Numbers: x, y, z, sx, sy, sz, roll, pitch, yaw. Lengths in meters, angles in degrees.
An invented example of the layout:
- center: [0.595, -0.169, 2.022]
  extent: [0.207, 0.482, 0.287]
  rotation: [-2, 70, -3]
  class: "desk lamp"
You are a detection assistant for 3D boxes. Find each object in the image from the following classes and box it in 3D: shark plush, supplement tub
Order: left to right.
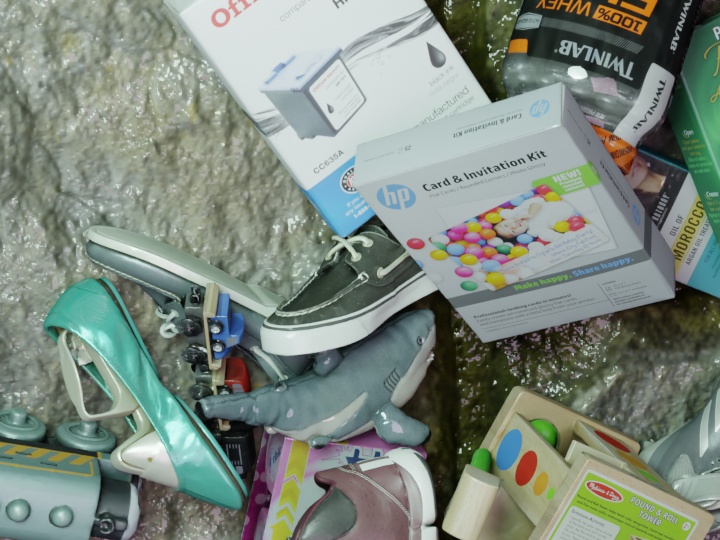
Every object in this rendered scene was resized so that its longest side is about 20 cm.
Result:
- center: [-0.034, 0.077, 1.243]
  extent: [0.198, 0.091, 0.084]
  rotation: [-3, 116, -23]
  class: "shark plush"
- center: [0.172, -0.176, 1.187]
  extent: [0.121, 0.122, 0.202]
  rotation: [18, 88, -18]
  class: "supplement tub"

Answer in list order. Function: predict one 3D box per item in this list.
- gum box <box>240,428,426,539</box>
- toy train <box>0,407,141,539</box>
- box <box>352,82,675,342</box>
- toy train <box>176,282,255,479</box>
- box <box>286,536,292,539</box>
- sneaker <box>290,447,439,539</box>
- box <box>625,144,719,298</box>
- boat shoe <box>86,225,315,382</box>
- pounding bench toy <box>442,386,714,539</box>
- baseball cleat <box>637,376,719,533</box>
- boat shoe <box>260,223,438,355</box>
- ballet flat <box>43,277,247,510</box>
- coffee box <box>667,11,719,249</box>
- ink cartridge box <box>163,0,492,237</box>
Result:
- center: [-0.031, 0.213, 1.317]
  extent: [0.112, 0.066, 0.202]
  rotation: [8, 106, -17]
  class: "gum box"
- center: [-0.251, 0.150, 1.218]
  extent: [0.198, 0.114, 0.086]
  rotation: [12, 105, -17]
  class: "toy train"
- center: [0.110, -0.033, 1.173]
  extent: [0.154, 0.042, 0.200]
  rotation: [-14, 138, 26]
  class: "box"
- center: [-0.100, 0.085, 1.233]
  extent: [0.045, 0.034, 0.201]
  rotation: [0, 135, 4]
  class: "toy train"
- center: [0.025, 0.272, 1.296]
  extent: [0.198, 0.035, 0.111]
  rotation: [11, 105, -19]
  class: "box"
- center: [0.002, 0.233, 1.220]
  extent: [0.114, 0.076, 0.203]
  rotation: [-5, 78, -16]
  class: "sneaker"
- center: [0.239, -0.040, 1.308]
  extent: [0.198, 0.049, 0.083]
  rotation: [21, 102, -19]
  class: "box"
- center: [-0.116, 0.029, 1.234]
  extent: [0.199, 0.073, 0.062]
  rotation: [25, 97, -25]
  class: "boat shoe"
- center: [0.129, 0.170, 1.288]
  extent: [0.199, 0.156, 0.125]
  rotation: [25, 100, -24]
  class: "pounding bench toy"
- center: [0.298, 0.137, 1.350]
  extent: [0.200, 0.107, 0.070]
  rotation: [-46, 125, 9]
  class: "baseball cleat"
- center: [0.000, 0.000, 1.223]
  extent: [0.199, 0.070, 0.064]
  rotation: [-29, 117, -41]
  class: "boat shoe"
- center: [-0.162, 0.101, 1.220]
  extent: [0.070, 0.067, 0.201]
  rotation: [-33, 87, -24]
  class: "ballet flat"
- center: [0.301, -0.099, 1.271]
  extent: [0.122, 0.044, 0.202]
  rotation: [-27, 98, -18]
  class: "coffee box"
- center: [-0.020, -0.150, 1.191]
  extent: [0.146, 0.086, 0.201]
  rotation: [-37, 114, 0]
  class: "ink cartridge box"
